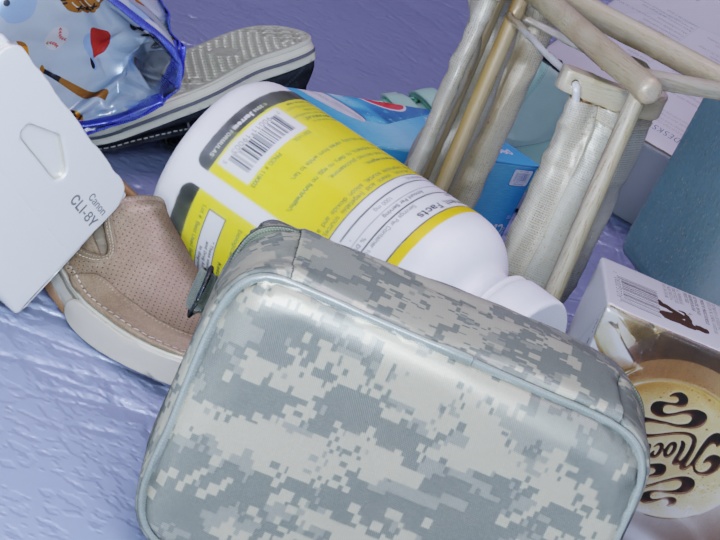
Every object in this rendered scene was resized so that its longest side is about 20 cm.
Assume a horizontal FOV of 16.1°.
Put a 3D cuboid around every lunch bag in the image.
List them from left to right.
[{"bbox_3d":[-0.205,-0.147,1.425,0.198,0.125,0.170,7,23,-18],"label":"lunch bag"},{"bbox_3d":[0.016,0.064,1.057,0.199,0.140,0.168,22,18,-5],"label":"lunch bag"}]

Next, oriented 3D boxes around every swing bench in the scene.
[{"bbox_3d":[0.096,-0.050,1.394,0.129,0.200,0.200,5,24,-44],"label":"swing bench"}]

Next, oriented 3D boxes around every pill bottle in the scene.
[{"bbox_3d":[0.000,0.000,1.265,0.199,0.113,0.112,35,20,23],"label":"pill bottle"}]

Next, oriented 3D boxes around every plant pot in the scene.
[{"bbox_3d":[0.314,-0.013,1.596,0.195,0.197,0.200,16,27,-21],"label":"plant pot"}]

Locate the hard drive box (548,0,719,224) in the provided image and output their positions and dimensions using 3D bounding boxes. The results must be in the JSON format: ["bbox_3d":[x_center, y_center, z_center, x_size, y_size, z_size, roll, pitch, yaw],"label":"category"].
[{"bbox_3d":[0.227,-0.127,1.850,0.155,0.077,0.200,33,48,27],"label":"hard drive box"}]

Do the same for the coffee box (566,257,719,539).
[{"bbox_3d":[0.188,0.090,1.245,0.199,0.114,0.080,23,17,-4],"label":"coffee box"}]

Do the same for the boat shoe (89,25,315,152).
[{"bbox_3d":[-0.101,-0.096,1.510,0.074,0.063,0.199,20,28,34],"label":"boat shoe"}]

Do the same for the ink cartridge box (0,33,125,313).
[{"bbox_3d":[-0.224,-0.087,1.194,0.200,0.084,0.145,35,-12,33],"label":"ink cartridge box"}]

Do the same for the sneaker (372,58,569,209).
[{"bbox_3d":[0.054,-0.118,1.675,0.199,0.119,0.074,11,22,-31],"label":"sneaker"}]

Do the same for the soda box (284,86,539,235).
[{"bbox_3d":[0.018,-0.060,1.535,0.068,0.064,0.199,38,20,33],"label":"soda box"}]

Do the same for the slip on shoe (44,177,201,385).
[{"bbox_3d":[-0.113,-0.007,1.232,0.076,0.061,0.200,6,24,-44],"label":"slip on shoe"}]
